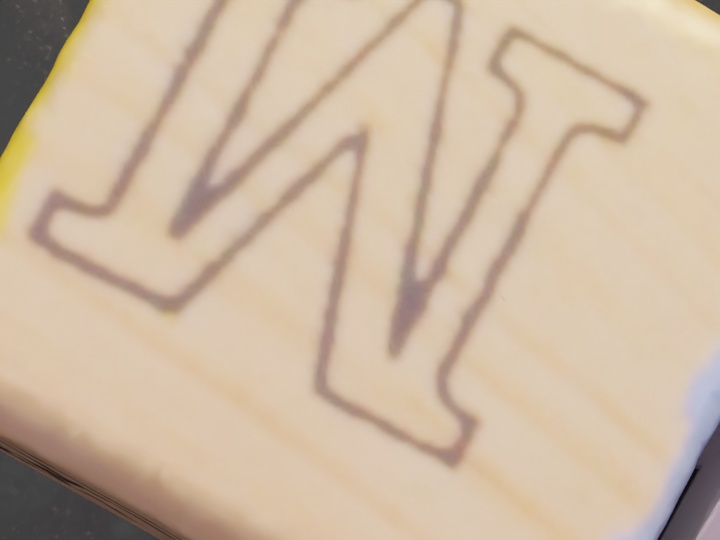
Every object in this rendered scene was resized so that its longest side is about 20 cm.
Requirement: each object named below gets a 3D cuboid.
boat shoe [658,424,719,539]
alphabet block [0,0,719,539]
[{"bbox_3d":[0.130,0.079,0.832,0.068,0.074,0.199,39,73,-21],"label":"boat shoe"},{"bbox_3d":[0.000,0.000,0.784,0.200,0.195,0.197,29,80,-2],"label":"alphabet block"}]
